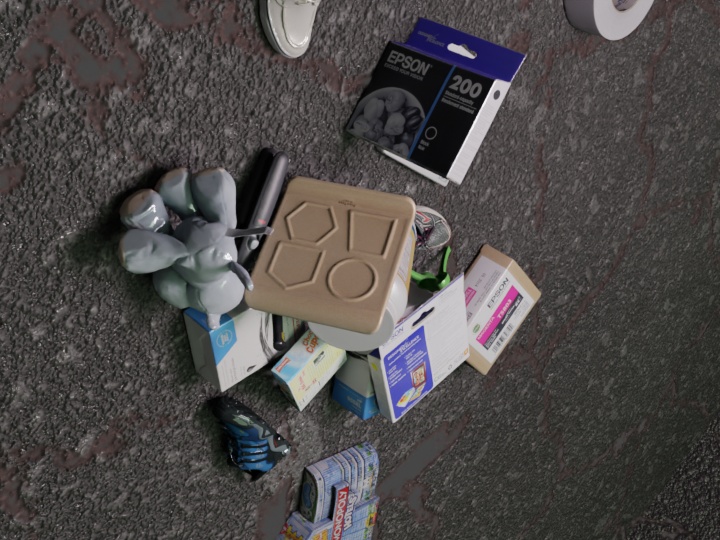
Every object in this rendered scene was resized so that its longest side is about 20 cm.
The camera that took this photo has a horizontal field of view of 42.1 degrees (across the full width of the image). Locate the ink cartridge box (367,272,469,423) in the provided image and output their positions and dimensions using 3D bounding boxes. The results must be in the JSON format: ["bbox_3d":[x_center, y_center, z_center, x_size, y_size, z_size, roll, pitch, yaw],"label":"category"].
[{"bbox_3d":[0.097,0.120,1.525,0.198,0.047,0.200,-36,135,-27],"label":"ink cartridge box"}]

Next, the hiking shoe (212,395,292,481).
[{"bbox_3d":[-0.175,0.265,1.434,0.087,0.074,0.200,-50,141,-12],"label":"hiking shoe"}]

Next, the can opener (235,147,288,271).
[{"bbox_3d":[-0.147,-0.070,1.253,0.079,0.063,0.200,25,95,-51],"label":"can opener"}]

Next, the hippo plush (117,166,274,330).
[{"bbox_3d":[-0.192,-0.026,1.168,0.161,0.200,0.159,81,23,-60],"label":"hippo plush"}]

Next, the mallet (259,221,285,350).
[{"bbox_3d":[-0.113,0.029,1.278,0.041,0.200,0.066,-12,147,6],"label":"mallet"}]

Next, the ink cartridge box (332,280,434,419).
[{"bbox_3d":[0.040,0.129,1.570,0.145,0.084,0.200,-18,126,-41],"label":"ink cartridge box"}]

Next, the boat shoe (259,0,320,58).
[{"bbox_3d":[-0.076,-0.352,1.140,0.071,0.070,0.200,-24,130,-36],"label":"boat shoe"}]

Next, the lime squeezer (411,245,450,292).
[{"bbox_3d":[0.117,0.002,1.554,0.200,0.038,0.071,-13,95,-57],"label":"lime squeezer"}]

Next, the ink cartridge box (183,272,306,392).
[{"bbox_3d":[-0.146,0.069,1.343,0.200,0.067,0.116,-31,135,-31],"label":"ink cartridge box"}]

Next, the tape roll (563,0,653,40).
[{"bbox_3d":[0.435,-0.502,1.602,0.200,0.066,0.200,-28,133,-34],"label":"tape roll"}]

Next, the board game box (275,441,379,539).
[{"bbox_3d":[-0.056,0.433,1.685,0.200,0.062,0.200,-16,125,-42],"label":"board game box"}]

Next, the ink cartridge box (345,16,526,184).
[{"bbox_3d":[0.101,-0.246,1.300,0.043,0.198,0.200,23,96,-55],"label":"ink cartridge box"}]

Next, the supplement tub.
[{"bbox_3d":[0.000,0.000,1.330,0.200,0.145,0.145,-78,161,-44],"label":"supplement tub"}]

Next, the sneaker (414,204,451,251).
[{"bbox_3d":[0.082,-0.060,1.500,0.200,0.075,0.081,5,111,-49],"label":"sneaker"}]

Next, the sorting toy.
[{"bbox_3d":[-0.037,-0.021,1.233,0.036,0.185,0.200,77,28,-62],"label":"sorting toy"}]

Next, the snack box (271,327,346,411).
[{"bbox_3d":[-0.075,0.144,1.431,0.116,0.037,0.200,-48,166,-14],"label":"snack box"}]

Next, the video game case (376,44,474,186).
[{"bbox_3d":[0.126,-0.248,1.465,0.182,0.024,0.200,20,99,-51],"label":"video game case"}]

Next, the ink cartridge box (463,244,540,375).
[{"bbox_3d":[0.235,0.077,1.757,0.200,0.075,0.165,-55,143,-4],"label":"ink cartridge box"}]
